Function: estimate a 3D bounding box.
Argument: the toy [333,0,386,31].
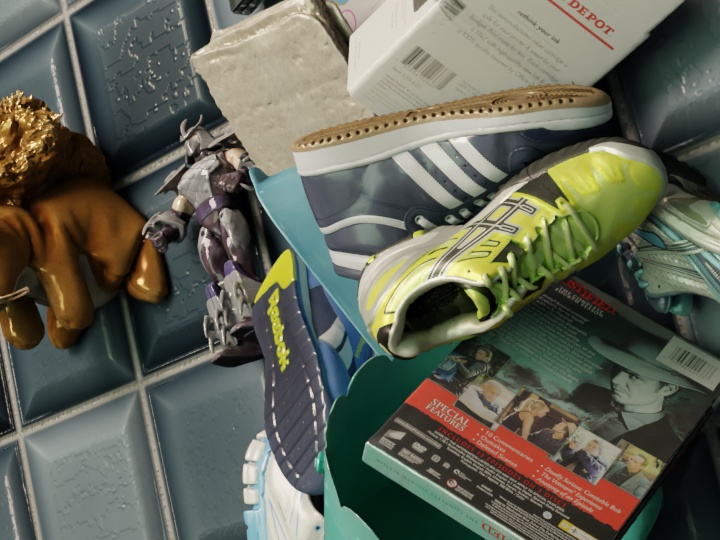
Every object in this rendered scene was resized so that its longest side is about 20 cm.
[{"bbox_3d":[0.016,-0.229,1.192,0.115,0.047,0.200,-43,59,39],"label":"toy"}]

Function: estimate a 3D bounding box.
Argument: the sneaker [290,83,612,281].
[{"bbox_3d":[0.064,-0.048,1.034,0.200,0.070,0.109,-9,103,16],"label":"sneaker"}]

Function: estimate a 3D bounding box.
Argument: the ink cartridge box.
[{"bbox_3d":[0.099,-0.161,1.058,0.200,0.116,0.067,-41,28,32],"label":"ink cartridge box"}]

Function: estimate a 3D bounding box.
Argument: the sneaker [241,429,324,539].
[{"bbox_3d":[-0.037,0.214,1.213,0.087,0.075,0.200,-5,86,35],"label":"sneaker"}]

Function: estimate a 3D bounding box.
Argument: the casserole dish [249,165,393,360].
[{"bbox_3d":[0.000,0.000,1.136,0.039,0.121,0.200,-37,95,8],"label":"casserole dish"}]

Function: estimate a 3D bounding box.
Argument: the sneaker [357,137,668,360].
[{"bbox_3d":[0.093,-0.005,0.977,0.200,0.075,0.076,-31,28,14],"label":"sneaker"}]

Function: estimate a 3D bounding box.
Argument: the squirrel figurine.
[{"bbox_3d":[-0.277,-0.037,1.347,0.141,0.187,0.200,-16,78,39],"label":"squirrel figurine"}]

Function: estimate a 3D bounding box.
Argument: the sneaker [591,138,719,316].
[{"bbox_3d":[0.183,-0.020,1.026,0.200,0.078,0.086,32,113,37],"label":"sneaker"}]

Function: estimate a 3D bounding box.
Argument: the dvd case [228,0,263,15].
[{"bbox_3d":[-0.056,-0.299,1.232,0.200,0.022,0.146,-36,60,50],"label":"dvd case"}]

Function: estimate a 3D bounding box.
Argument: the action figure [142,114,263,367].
[{"bbox_3d":[-0.107,-0.032,1.281,0.130,0.069,0.200,-39,60,44],"label":"action figure"}]

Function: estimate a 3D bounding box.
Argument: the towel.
[{"bbox_3d":[-0.027,-0.094,1.182,0.132,0.034,0.200,-15,110,42],"label":"towel"}]

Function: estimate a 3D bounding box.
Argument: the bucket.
[{"bbox_3d":[0.070,0.151,1.027,0.207,0.207,0.135,47,144,31],"label":"bucket"}]

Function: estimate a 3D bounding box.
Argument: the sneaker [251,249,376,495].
[{"bbox_3d":[-0.020,0.070,1.153,0.074,0.082,0.200,-48,34,34],"label":"sneaker"}]

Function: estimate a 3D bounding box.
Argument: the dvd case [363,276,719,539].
[{"bbox_3d":[0.116,0.084,0.982,0.146,0.200,0.022,30,138,18],"label":"dvd case"}]
